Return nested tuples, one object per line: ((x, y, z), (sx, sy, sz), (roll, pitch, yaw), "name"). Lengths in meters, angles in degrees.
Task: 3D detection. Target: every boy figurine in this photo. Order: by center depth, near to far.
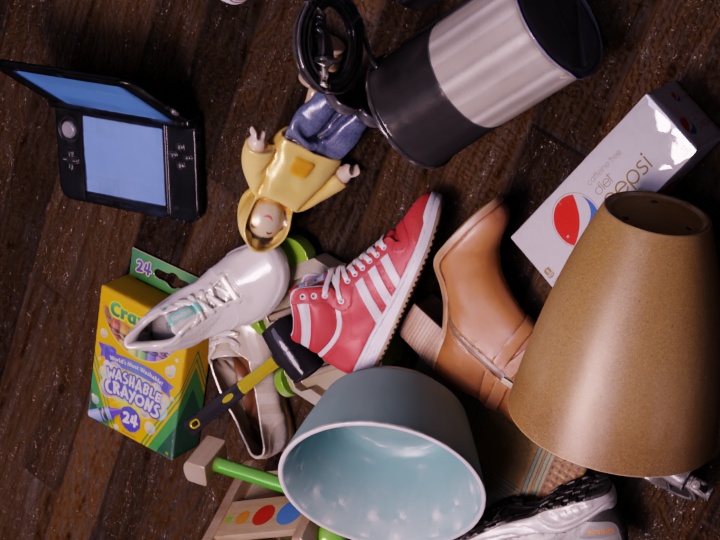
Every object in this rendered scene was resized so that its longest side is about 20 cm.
((-0.065, -0.102, 1.739), (0.200, 0.124, 0.065), (-49, 36, 24), "boy figurine")

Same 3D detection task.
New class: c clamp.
((0.235, 0.156, 1.604), (0.199, 0.171, 0.027), (29, 84, 26), "c clamp")

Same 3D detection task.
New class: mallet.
((-0.111, 0.125, 1.843), (0.066, 0.041, 0.200), (49, 125, 8), "mallet")

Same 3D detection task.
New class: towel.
((0.122, 0.185, 1.767), (0.199, 0.022, 0.147), (33, 123, 20), "towel")

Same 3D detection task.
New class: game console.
((-0.276, -0.136, 1.875), (0.199, 0.116, 0.177), (12, 112, 32), "game console")

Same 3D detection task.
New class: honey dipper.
((-0.058, -0.140, 1.772), (0.038, 0.038, 0.201), (33, 125, 22), "honey dipper")

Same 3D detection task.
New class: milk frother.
((0.070, -0.200, 1.556), (0.188, 0.200, 0.181), (-31, 84, 38), "milk frother")

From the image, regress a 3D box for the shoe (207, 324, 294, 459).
((-0.121, 0.104, 1.888), (0.070, 0.053, 0.201), (-12, 99, 37), "shoe")

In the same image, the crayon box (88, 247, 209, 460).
((-0.230, 0.092, 1.963), (0.125, 0.051, 0.201), (23, 118, 27), "crayon box")

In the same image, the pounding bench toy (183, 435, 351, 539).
((-0.071, 0.248, 1.813), (0.155, 0.125, 0.200), (-11, 125, 37), "pounding bench toy")

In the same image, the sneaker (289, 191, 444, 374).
((0.000, 0.000, 1.720), (0.112, 0.071, 0.201), (25, 103, 3), "sneaker")

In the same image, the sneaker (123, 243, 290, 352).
((-0.158, 0.037, 1.817), (0.200, 0.088, 0.076), (-33, 83, 31), "sneaker")

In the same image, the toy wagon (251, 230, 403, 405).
((-0.042, 0.042, 1.821), (0.155, 0.039, 0.201), (-19, 94, 38), "toy wagon")

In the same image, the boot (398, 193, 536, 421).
((0.136, 0.039, 1.678), (0.154, 0.074, 0.201), (38, 131, 16), "boot")

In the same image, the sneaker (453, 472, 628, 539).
((0.166, 0.258, 1.708), (0.199, 0.074, 0.080), (-20, 101, 37), "sneaker")

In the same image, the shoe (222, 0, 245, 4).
((-0.092, -0.347, 1.698), (0.091, 0.071, 0.201), (20, 112, 35), "shoe")

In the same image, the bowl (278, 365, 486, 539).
((0.027, 0.167, 1.707), (0.199, 0.105, 0.202), (7, 138, 6), "bowl")

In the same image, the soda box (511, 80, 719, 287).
((0.225, -0.073, 1.576), (0.068, 0.064, 0.200), (50, 126, 11), "soda box")

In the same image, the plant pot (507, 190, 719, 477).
((0.233, 0.043, 1.516), (0.186, 0.186, 0.201), (23, 119, 27), "plant pot")
